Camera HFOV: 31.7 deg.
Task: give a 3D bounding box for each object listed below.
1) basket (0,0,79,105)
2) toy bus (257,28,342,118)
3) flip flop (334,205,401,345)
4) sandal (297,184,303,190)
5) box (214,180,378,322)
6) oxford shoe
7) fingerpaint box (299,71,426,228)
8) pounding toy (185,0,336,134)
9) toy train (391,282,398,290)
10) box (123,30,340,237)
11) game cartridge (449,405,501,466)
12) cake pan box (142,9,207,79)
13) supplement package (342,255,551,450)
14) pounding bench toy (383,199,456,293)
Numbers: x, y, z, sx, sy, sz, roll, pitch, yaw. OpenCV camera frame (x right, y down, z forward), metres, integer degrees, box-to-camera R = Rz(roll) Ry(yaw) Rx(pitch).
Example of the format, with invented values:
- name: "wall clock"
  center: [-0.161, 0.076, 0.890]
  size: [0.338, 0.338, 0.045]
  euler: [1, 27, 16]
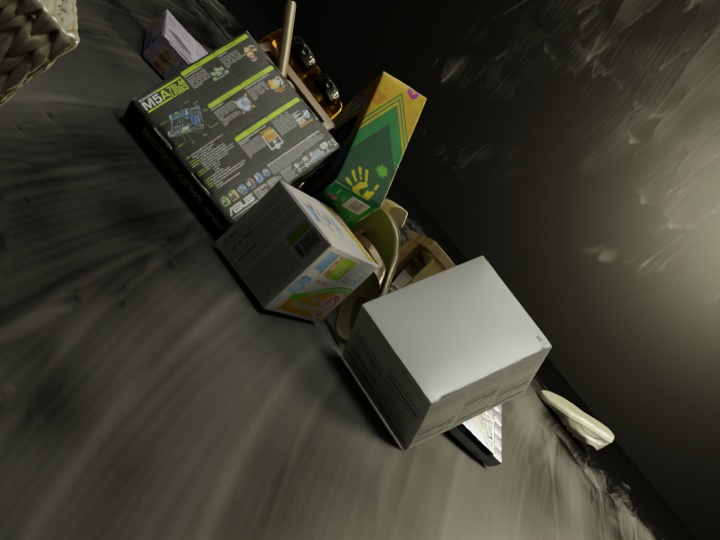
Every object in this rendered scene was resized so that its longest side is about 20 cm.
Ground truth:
- name: "basket"
  center: [-0.307, -0.180, 0.832]
  size: [0.161, 0.199, 0.199]
  euler: [51, 8, -30]
- name: "toy bus"
  center: [-0.132, -0.339, 2.461]
  size: [0.201, 0.135, 0.192]
  euler: [53, -6, 7]
- name: "flip flop"
  center: [0.000, 0.000, 1.659]
  size: [0.058, 0.080, 0.203]
  euler: [42, 55, -52]
- name: "sandal"
  center: [-0.117, -0.187, 1.812]
  size: [0.079, 0.059, 0.207]
  euler: [37, 10, -48]
- name: "box"
  center: [-0.072, -0.018, 1.521]
  size: [0.102, 0.112, 0.200]
  euler: [51, 9, 16]
- name: "oxford shoe"
  center: [0.488, 0.346, 2.911]
  size: [0.199, 0.058, 0.075]
  euler: [35, 17, -2]
- name: "fingerpaint box"
  center: [-0.010, -0.144, 1.669]
  size: [0.073, 0.169, 0.200]
  euler: [28, -20, -14]
- name: "pounding toy"
  center: [-0.133, -0.226, 1.678]
  size: [0.199, 0.142, 0.185]
  euler: [-26, 73, -44]
- name: "toy train"
  center: [0.006, -0.011, 2.100]
  size: [0.200, 0.034, 0.046]
  euler: [49, -3, -7]
- name: "box"
  center: [-0.153, -0.168, 1.545]
  size: [0.194, 0.199, 0.048]
  euler: [49, -34, 4]
- name: "game cartridge"
  center: [0.153, 0.189, 1.857]
  size: [0.200, 0.038, 0.131]
  euler: [45, 33, -41]
- name: "cake pan box"
  center: [-0.247, -0.294, 1.940]
  size: [0.200, 0.052, 0.185]
  euler: [46, 13, -24]
- name: "supplement package"
  center: [0.106, 0.100, 1.586]
  size: [0.157, 0.198, 0.112]
  euler: [54, -34, 24]
- name: "pounding bench toy"
  center: [0.047, 0.024, 1.750]
  size: [0.201, 0.156, 0.124]
  euler: [49, -3, -15]
